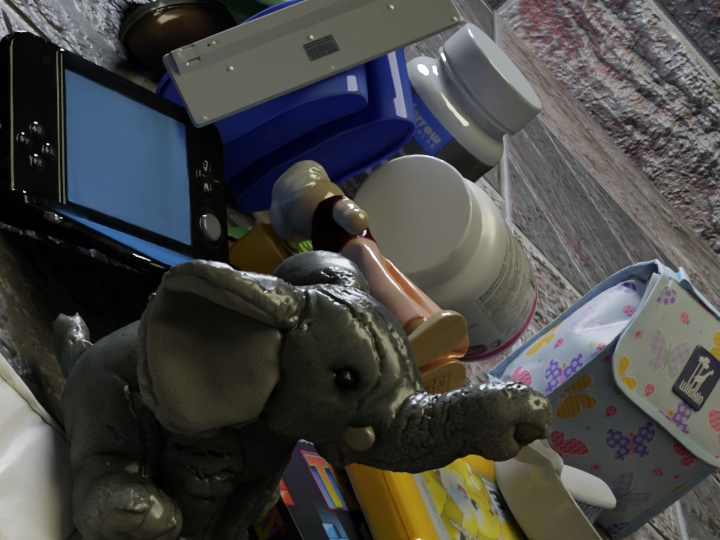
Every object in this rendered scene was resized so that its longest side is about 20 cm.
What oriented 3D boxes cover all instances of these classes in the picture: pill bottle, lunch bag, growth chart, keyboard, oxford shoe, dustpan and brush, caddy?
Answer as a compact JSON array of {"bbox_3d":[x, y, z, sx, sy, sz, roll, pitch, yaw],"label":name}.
[{"bbox_3d":[0.066,-0.008,1.128,0.114,0.113,0.200,59,5,27],"label":"pill bottle"},{"bbox_3d":[0.236,0.106,1.231,0.170,0.200,0.127,42,19,-22],"label":"lunch bag"},{"bbox_3d":[-0.174,0.076,0.634,0.200,0.018,0.145,51,19,4],"label":"growth chart"},{"bbox_3d":[-0.030,-0.154,0.961,0.056,0.199,0.011,64,-14,9],"label":"keyboard"},{"bbox_3d":[0.048,-0.106,1.210,0.114,0.200,0.114,42,20,-19],"label":"pill bottle"},{"bbox_3d":[-0.114,-0.161,1.152,0.200,0.073,0.085,18,38,-58],"label":"oxford shoe"},{"bbox_3d":[0.116,0.129,0.866,0.200,0.057,0.140,29,28,-53],"label":"dustpan and brush"},{"bbox_3d":[-0.054,-0.128,1.046,0.141,0.199,0.105,19,52,-55],"label":"caddy"}]

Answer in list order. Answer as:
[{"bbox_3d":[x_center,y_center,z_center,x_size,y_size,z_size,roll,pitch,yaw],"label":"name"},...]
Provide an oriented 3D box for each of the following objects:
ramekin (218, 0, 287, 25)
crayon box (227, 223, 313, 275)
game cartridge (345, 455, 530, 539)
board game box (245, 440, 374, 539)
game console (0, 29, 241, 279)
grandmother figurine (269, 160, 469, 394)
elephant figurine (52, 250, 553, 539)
[{"bbox_3d":[-0.084,-0.251,1.200,0.199,0.098,0.200,20,-5,2],"label":"ramekin"},{"bbox_3d":[-0.024,0.033,1.009,0.200,0.052,0.126,53,18,11],"label":"crayon box"},{"bbox_3d":[0.067,0.167,0.810,0.176,0.032,0.200,35,21,-45],"label":"game cartridge"},{"bbox_3d":[-0.003,0.155,0.813,0.200,0.057,0.166,22,34,-55],"label":"board game box"},{"bbox_3d":[-0.107,-0.049,0.858,0.200,0.116,0.177,23,57,-55],"label":"game console"},{"bbox_3d":[0.000,0.000,0.913,0.060,0.122,0.200,-14,44,-24],"label":"grandmother figurine"},{"bbox_3d":[-0.037,0.048,0.658,0.155,0.200,0.142,40,23,-20],"label":"elephant figurine"}]
